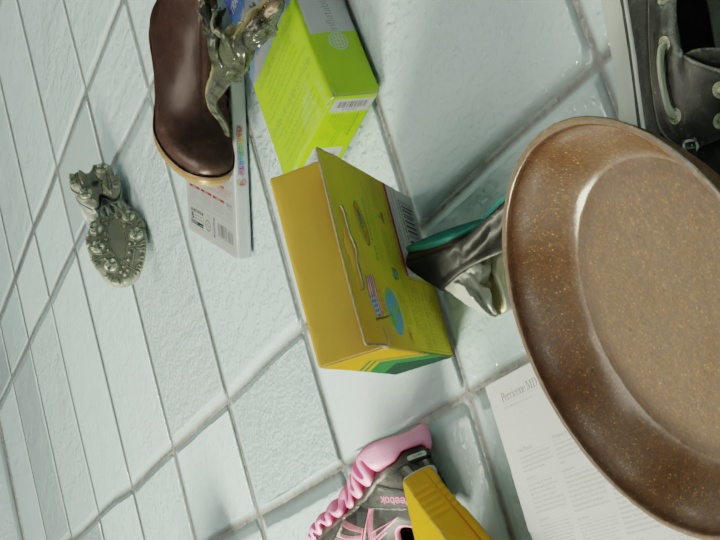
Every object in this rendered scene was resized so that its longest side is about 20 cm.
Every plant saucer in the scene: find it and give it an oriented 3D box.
[{"bbox_3d":[0.137,0.022,0.556,0.201,0.036,0.202,48,150,39],"label":"plant saucer"}]

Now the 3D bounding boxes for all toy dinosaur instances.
[{"bbox_3d":[-0.114,-0.190,1.018,0.089,0.047,0.200,68,157,11],"label":"toy dinosaur"}]

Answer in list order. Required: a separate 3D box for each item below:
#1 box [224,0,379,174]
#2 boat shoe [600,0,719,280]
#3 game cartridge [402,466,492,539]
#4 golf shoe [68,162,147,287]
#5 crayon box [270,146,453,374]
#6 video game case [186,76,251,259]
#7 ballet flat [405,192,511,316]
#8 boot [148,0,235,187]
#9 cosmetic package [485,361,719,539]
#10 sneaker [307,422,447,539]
[{"bbox_3d":[-0.055,-0.189,0.997,0.122,0.047,0.202,-55,49,54],"label":"box"},{"bbox_3d":[0.162,-0.082,0.575,0.064,0.070,0.202,-32,68,63],"label":"boat shoe"},{"bbox_3d":[0.097,0.251,0.806,0.200,0.032,0.178,50,158,50],"label":"game cartridge"},{"bbox_3d":[-0.312,-0.043,1.556,0.098,0.077,0.201,86,165,-51],"label":"golf shoe"},{"bbox_3d":[0.000,0.000,0.812,0.200,0.050,0.128,21,-127,-71],"label":"crayon box"},{"bbox_3d":[-0.148,-0.125,1.237,0.143,0.018,0.202,28,123,59],"label":"video game case"},{"bbox_3d":[0.088,-0.011,0.754,0.200,0.067,0.069,-32,79,63],"label":"ballet flat"},{"bbox_3d":[-0.155,-0.196,1.126,0.167,0.072,0.201,107,148,-46],"label":"boot"},{"bbox_3d":[0.154,0.106,0.674,0.200,0.051,0.152,-40,65,60],"label":"cosmetic package"},{"bbox_3d":[0.022,0.207,0.960,0.096,0.078,0.201,54,146,23],"label":"sneaker"}]
